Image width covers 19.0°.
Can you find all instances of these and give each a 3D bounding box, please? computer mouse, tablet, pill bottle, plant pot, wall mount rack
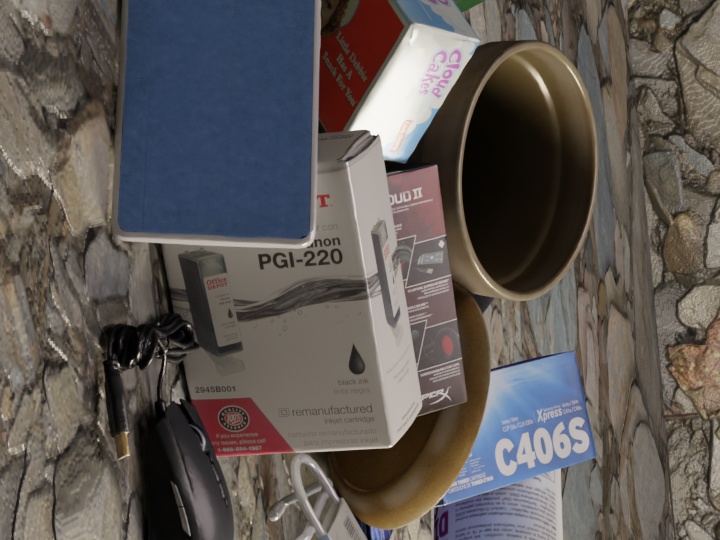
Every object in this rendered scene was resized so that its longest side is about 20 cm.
[{"bbox_3d":[-0.116,0.125,1.355,0.140,0.046,0.202,12,74,-75],"label":"computer mouse"},{"bbox_3d":[-0.091,-0.112,1.376,0.014,0.129,0.202,107,-15,-72],"label":"tablet"},{"bbox_3d":[0.118,0.236,1.854,0.114,0.112,0.202,62,25,-55],"label":"pill bottle"},{"bbox_3d":[0.029,0.101,1.683,0.027,0.199,0.202,19,61,-32],"label":"plant pot"},{"bbox_3d":[0.066,-0.084,1.699,0.199,0.172,0.202,-11,103,-51],"label":"plant pot"},{"bbox_3d":[-0.029,0.240,1.531,0.201,0.074,0.174,60,19,-11],"label":"wall mount rack"}]

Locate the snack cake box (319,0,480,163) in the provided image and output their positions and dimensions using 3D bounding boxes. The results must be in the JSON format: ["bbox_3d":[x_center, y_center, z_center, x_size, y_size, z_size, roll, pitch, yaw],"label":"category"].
[{"bbox_3d":[-0.004,-0.188,1.555,0.067,0.115,0.201,9,38,-37],"label":"snack cake box"}]

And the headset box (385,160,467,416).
[{"bbox_3d":[0.000,0.000,1.607,0.074,0.148,0.202,-14,102,-29],"label":"headset box"}]

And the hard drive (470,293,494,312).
[{"bbox_3d":[0.063,0.020,1.850,0.200,0.042,0.135,-51,151,-10],"label":"hard drive"}]

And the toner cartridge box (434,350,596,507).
[{"bbox_3d":[0.110,0.130,1.779,0.199,0.043,0.096,-12,88,-45],"label":"toner cartridge box"}]

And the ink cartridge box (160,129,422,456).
[{"bbox_3d":[-0.048,0.016,1.445,0.085,0.144,0.202,-45,129,-67],"label":"ink cartridge box"}]

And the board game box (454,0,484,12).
[{"bbox_3d":[0.040,-0.232,1.739,0.029,0.199,0.135,48,33,-27],"label":"board game box"}]

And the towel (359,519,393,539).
[{"bbox_3d":[0.045,0.146,1.813,0.145,0.024,0.201,88,24,-56],"label":"towel"}]
